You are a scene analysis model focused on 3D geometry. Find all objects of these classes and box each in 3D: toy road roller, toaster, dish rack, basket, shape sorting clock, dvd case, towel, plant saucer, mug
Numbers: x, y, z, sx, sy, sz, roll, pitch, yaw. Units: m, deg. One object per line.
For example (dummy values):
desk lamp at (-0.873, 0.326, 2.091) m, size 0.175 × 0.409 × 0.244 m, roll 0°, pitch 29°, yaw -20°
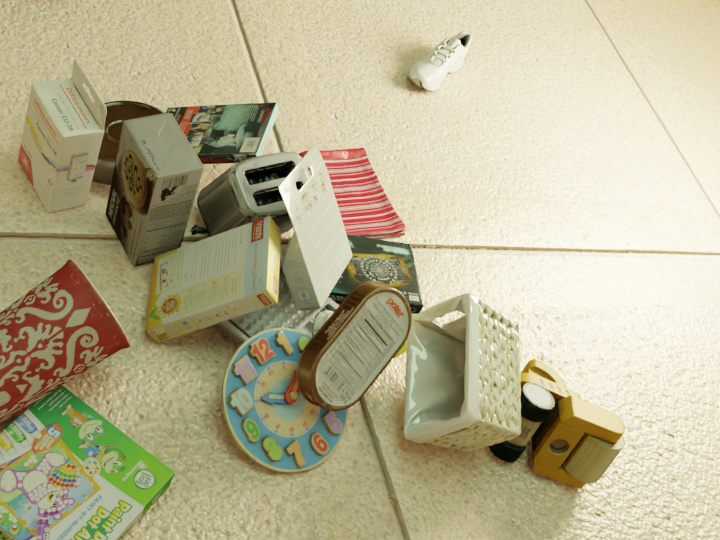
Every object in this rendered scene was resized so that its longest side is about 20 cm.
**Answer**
toy road roller at (0.296, 0.223, 1.606) m, size 0.199 × 0.123 × 0.146 m, roll 23°, pitch 32°, yaw -6°
toaster at (-0.164, -0.113, 1.644) m, size 0.199 × 0.129 × 0.114 m, roll -16°, pitch 79°, yaw -37°
dish rack at (-0.134, 0.066, 1.575) m, size 0.200 × 0.044 × 0.172 m, roll 39°, pitch 45°, yaw 9°
basket at (0.153, 0.157, 1.542) m, size 0.123 × 0.135 × 0.202 m, roll 26°, pitch 55°, yaw -33°
shape sorting clock at (-0.100, 0.178, 1.454) m, size 0.199 × 0.039 × 0.202 m, roll 12°, pitch 66°, yaw -27°
dvd case at (-0.245, -0.225, 1.727) m, size 0.198 × 0.022 × 0.147 m, roll -2°, pitch 43°, yaw 14°
towel at (-0.015, -0.137, 1.838) m, size 0.144 × 0.023 × 0.201 m, roll -6°, pitch 54°, yaw -31°
plant saucer at (-0.379, -0.212, 1.672) m, size 0.198 × 0.032 × 0.201 m, roll 4°, pitch 45°, yaw -4°
mug at (-0.409, 0.105, 1.325) m, size 0.199 × 0.178 × 0.134 m, roll -36°, pitch 75°, yaw -18°

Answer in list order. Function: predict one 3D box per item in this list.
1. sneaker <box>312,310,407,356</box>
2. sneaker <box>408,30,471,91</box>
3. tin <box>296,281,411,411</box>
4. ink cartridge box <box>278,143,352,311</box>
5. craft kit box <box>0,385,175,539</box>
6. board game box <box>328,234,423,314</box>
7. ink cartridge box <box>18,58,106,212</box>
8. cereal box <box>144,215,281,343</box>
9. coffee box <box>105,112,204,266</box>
sneaker at (0.024, 0.100, 1.560) m, size 0.199 × 0.090 × 0.079 m, roll 4°, pitch 87°, yaw -48°
sneaker at (0.164, -0.437, 2.157) m, size 0.074 × 0.087 × 0.200 m, roll 37°, pitch 45°, yaw 5°
tin at (-0.005, 0.106, 1.459) m, size 0.042 × 0.112 × 0.200 m, roll 20°, pitch 65°, yaw 49°
ink cartridge box at (-0.080, -0.066, 1.570) m, size 0.047 × 0.201 × 0.160 m, roll -7°, pitch 27°, yaw 24°
craft kit box at (-0.364, 0.262, 1.279) m, size 0.197 × 0.049 × 0.200 m, roll 37°, pitch 44°, yaw 4°
board game box at (0.000, 0.000, 1.715) m, size 0.198 × 0.028 × 0.136 m, roll 9°, pitch 47°, yaw -20°
ink cartridge box at (-0.440, -0.198, 1.541) m, size 0.067 × 0.201 × 0.117 m, roll -17°, pitch 60°, yaw -38°
cereal box at (-0.209, 0.012, 1.496) m, size 0.040 × 0.198 × 0.145 m, roll 56°, pitch 24°, yaw -43°
coffee box at (-0.305, -0.116, 1.537) m, size 0.079 × 0.201 × 0.113 m, roll -16°, pitch 60°, yaw -33°
